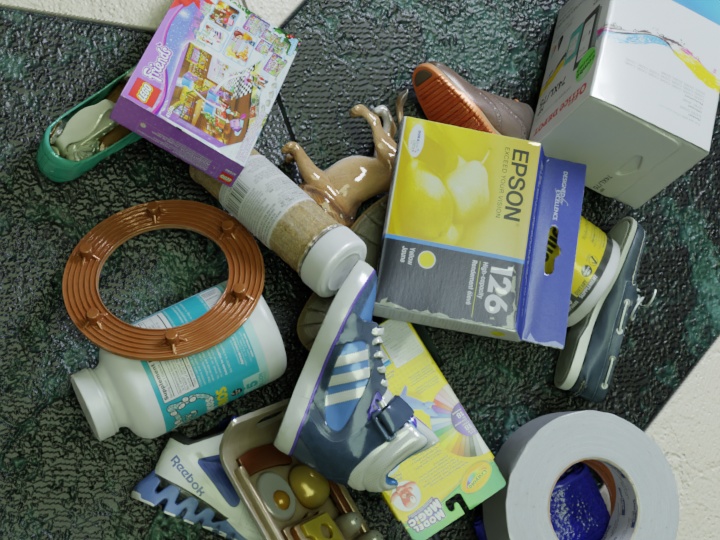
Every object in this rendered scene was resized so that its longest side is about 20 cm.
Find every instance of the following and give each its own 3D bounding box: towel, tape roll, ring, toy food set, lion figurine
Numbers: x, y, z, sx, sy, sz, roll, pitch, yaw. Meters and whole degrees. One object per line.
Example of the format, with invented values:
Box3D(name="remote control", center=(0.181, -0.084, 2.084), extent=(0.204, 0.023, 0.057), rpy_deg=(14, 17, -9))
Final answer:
Box3D(name="towel", center=(0.223, 0.324, 1.602), extent=(0.146, 0.050, 0.202), rpy_deg=(-26, 93, -15))
Box3D(name="tape roll", center=(0.229, 0.247, 1.557), extent=(0.198, 0.066, 0.203), rpy_deg=(2, 83, -18))
Box3D(name="ring", center=(-0.192, 0.003, 1.460), extent=(0.197, 0.019, 0.202), rpy_deg=(-1, 50, 2))
Box3D(name="toy food set", center=(-0.039, 0.220, 1.460), extent=(0.143, 0.060, 0.201), rpy_deg=(-15, 71, -56))
Box3D(name="lion figurine", center=(-0.006, -0.094, 1.552), extent=(0.199, 0.073, 0.123), rpy_deg=(-31, 80, -8))

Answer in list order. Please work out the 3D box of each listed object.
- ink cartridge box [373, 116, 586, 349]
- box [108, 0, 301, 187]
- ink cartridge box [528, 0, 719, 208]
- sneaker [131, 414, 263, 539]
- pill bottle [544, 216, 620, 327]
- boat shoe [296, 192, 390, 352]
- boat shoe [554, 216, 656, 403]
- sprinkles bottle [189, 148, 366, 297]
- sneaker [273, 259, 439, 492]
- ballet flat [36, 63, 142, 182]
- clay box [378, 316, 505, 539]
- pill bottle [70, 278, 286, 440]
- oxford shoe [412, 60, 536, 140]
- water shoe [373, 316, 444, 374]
Box3D(name="ink cartridge box", center=(0.121, -0.038, 1.489), extent=(0.197, 0.047, 0.200), rpy_deg=(9, 75, 0))
Box3D(name="box", center=(-0.150, -0.191, 1.488), extent=(0.136, 0.039, 0.201), rpy_deg=(30, 47, -10))
Box3D(name="ink cartridge box", center=(0.285, -0.201, 1.581), extent=(0.145, 0.147, 0.202), rpy_deg=(23, 61, -13))
Box3D(name="sneaker", center=(-0.117, 0.210, 1.497), extent=(0.197, 0.080, 0.116), rpy_deg=(23, 82, -11))
Box3D(name="pill bottle", center=(0.166, -0.038, 1.581), extent=(0.199, 0.111, 0.112), rpy_deg=(34, 78, -10))
Box3D(name="boat shoe", center=(0.000, 0.000, 1.526), extent=(0.073, 0.065, 0.200), rpy_deg=(41, 77, -2))
Box3D(name="boat shoe", center=(0.272, 0.043, 1.624), extent=(0.061, 0.075, 0.202), rpy_deg=(22, 82, -11))
Box3D(name="sprinkles bottle", center=(-0.083, -0.060, 1.483), extent=(0.068, 0.068, 0.200), rpy_deg=(-42, 66, -14))
Box3D(name="sneaker", center=(0.017, 0.109, 1.425), extent=(0.145, 0.081, 0.202), rpy_deg=(24, 87, -1))
Box3D(name="ballet flat", center=(-0.237, -0.159, 1.495), extent=(0.199, 0.070, 0.068), rpy_deg=(-39, 89, -16))
Box3D(name="clay box", center=(0.046, 0.156, 1.486), extent=(0.114, 0.048, 0.201), rpy_deg=(-31, 84, -7))
Box3D(name="pill bottle", center=(-0.180, 0.093, 1.472), extent=(0.198, 0.111, 0.112), rpy_deg=(-25, 93, -15))
Box3D(name="oxford shoe", center=(0.138, -0.161, 1.613), extent=(0.200, 0.071, 0.073), rpy_deg=(43, 59, -16))
Box3D(name="water shoe", center=(0.054, 0.114, 1.558), extent=(0.078, 0.071, 0.203), rpy_deg=(-3, 88, -20))
